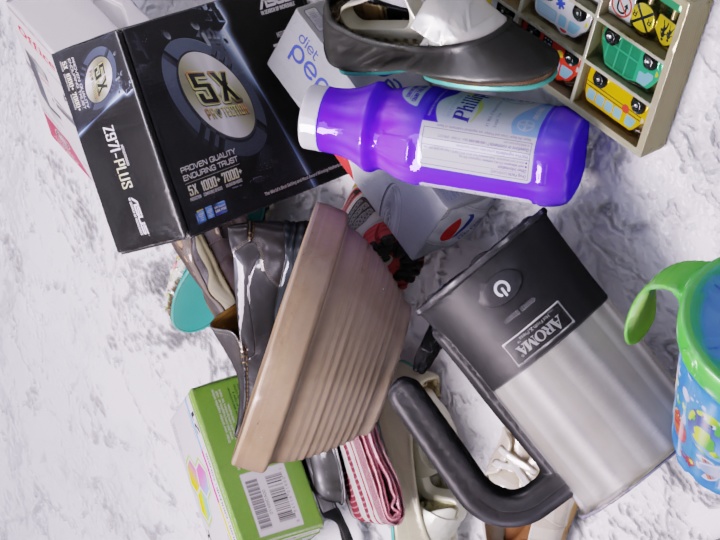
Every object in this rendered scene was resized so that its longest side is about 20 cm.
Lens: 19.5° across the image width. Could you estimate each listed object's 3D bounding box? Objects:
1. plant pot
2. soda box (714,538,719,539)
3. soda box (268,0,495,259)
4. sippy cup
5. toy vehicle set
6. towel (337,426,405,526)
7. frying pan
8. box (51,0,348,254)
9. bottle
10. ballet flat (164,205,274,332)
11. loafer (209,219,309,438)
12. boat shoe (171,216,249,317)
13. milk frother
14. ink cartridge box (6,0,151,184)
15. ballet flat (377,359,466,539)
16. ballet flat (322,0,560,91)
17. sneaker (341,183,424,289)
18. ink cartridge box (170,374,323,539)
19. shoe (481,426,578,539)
[{"bbox_3d":[-0.021,0.059,1.520,0.092,0.201,0.201,19,132,-3],"label":"plant pot"},{"bbox_3d":[0.220,0.246,1.517,0.200,0.068,0.064,-33,82,53],"label":"soda box"},{"bbox_3d":[0.018,-0.110,1.571,0.200,0.063,0.068,54,141,17],"label":"soda box"},{"bbox_3d":[0.259,0.077,1.345,0.131,0.139,0.178,97,159,-48],"label":"sippy cup"},{"bbox_3d":[0.143,-0.181,1.426,0.200,0.026,0.125,40,135,31],"label":"toy vehicle set"},{"bbox_3d":[-0.006,0.135,1.697,0.200,0.023,0.144,146,106,-80],"label":"towel"},{"bbox_3d":[-0.035,0.172,1.792,0.115,0.031,0.190,-116,16,-44],"label":"frying pan"},{"bbox_3d":[-0.116,-0.122,1.622,0.086,0.200,0.164,-11,99,46],"label":"box"},{"bbox_3d":[0.057,-0.093,1.468,0.199,0.084,0.065,11,114,15],"label":"bottle"},{"bbox_3d":[-0.120,-0.030,1.802,0.200,0.075,0.064,119,150,-41],"label":"ballet flat"},{"bbox_3d":[-0.087,0.048,1.697,0.073,0.072,0.201,-97,17,-69],"label":"loafer"},{"bbox_3d":[-0.093,0.014,1.750,0.075,0.073,0.200,53,173,35],"label":"boat shoe"},{"bbox_3d":[0.129,0.073,1.503,0.180,0.200,0.188,-39,88,20],"label":"milk frother"},{"bbox_3d":[-0.210,-0.147,1.765,0.146,0.085,0.200,46,161,26],"label":"ink cartridge box"},{"bbox_3d":[0.054,0.169,1.688,0.069,0.069,0.201,6,112,49],"label":"ballet flat"},{"bbox_3d":[0.046,-0.165,1.454,0.200,0.068,0.069,8,126,39],"label":"ballet flat"},{"bbox_3d":[0.000,0.000,1.669,0.200,0.078,0.082,120,146,-51],"label":"sneaker"},{"bbox_3d":[-0.112,0.189,1.829,0.200,0.076,0.148,129,123,-64],"label":"ink cartridge box"},{"bbox_3d":[0.128,0.180,1.605,0.070,0.053,0.201,30,129,38],"label":"shoe"}]
